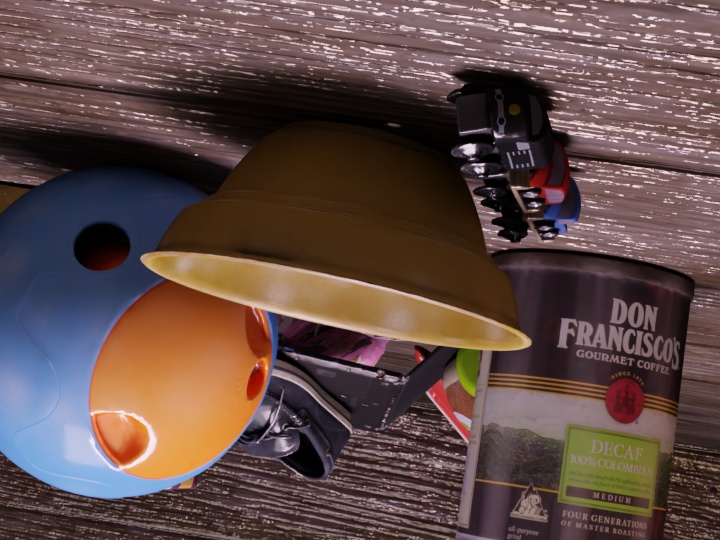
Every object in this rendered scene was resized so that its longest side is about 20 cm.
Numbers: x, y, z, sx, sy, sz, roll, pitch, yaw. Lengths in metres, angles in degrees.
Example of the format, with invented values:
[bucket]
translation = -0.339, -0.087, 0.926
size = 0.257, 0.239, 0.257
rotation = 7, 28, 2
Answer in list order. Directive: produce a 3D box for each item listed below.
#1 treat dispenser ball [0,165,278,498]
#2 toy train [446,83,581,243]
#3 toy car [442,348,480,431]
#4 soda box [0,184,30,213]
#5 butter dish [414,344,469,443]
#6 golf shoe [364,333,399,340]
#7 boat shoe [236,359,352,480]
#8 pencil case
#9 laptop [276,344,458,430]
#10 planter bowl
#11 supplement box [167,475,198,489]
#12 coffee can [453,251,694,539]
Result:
[treat dispenser ball]
translation = -0.149, 0.038, 0.891
size = 0.198, 0.204, 0.201
rotation = 9, 172, 1
[toy train]
translation = 0.076, -0.047, 0.670
size = 0.045, 0.035, 0.200
rotation = -6, 168, 11
[toy car]
translation = 0.166, 0.142, 1.164
size = 0.156, 0.203, 0.164
rotation = -19, 167, -1
[soda box]
translation = -0.185, -0.014, 1.057
size = 0.197, 0.069, 0.064
rotation = 9, 172, 6
[butter dish]
translation = 0.161, 0.116, 1.352
size = 0.200, 0.148, 0.200
rotation = 49, -177, 13
[golf shoe]
translation = 0.000, 0.000, 0.961
size = 0.198, 0.074, 0.092
rotation = 16, -176, 37
[boat shoe]
translation = -0.069, 0.110, 1.107
size = 0.074, 0.063, 0.200
rotation = 3, 157, 30
[pencil case]
translation = -0.041, 0.036, 1.210
size = 0.082, 0.087, 0.200
rotation = -38, 159, 10
[laptop]
translation = 0.008, 0.058, 1.164
size = 0.197, 0.105, 0.178
rotation = 13, 160, 0
[planter bowl]
translation = -0.005, -0.022, 0.723
size = 0.197, 0.085, 0.200
rotation = 11, 171, 2
[supplement box]
translation = -0.181, 0.079, 1.228
size = 0.102, 0.203, 0.131
rotation = 8, 173, 4
[coffee can]
translation = 0.148, 0.101, 1.005
size = 0.144, 0.203, 0.146
rotation = 8, 173, 1
